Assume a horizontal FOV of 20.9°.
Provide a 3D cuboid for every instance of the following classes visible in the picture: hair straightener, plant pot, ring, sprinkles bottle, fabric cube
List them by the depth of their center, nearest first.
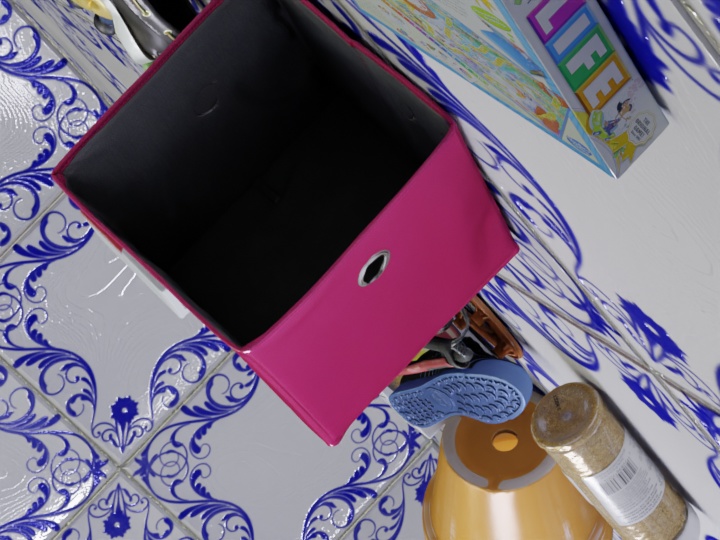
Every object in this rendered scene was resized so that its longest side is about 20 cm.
[{"bbox_3d":[-0.043,-0.038,1.283,0.200,0.196,0.199,41,174,27],"label":"fabric cube"},{"bbox_3d":[0.220,0.177,1.663,0.200,0.068,0.068,49,173,-37],"label":"sprinkles bottle"},{"bbox_3d":[0.053,0.056,1.767,0.200,0.041,0.078,167,90,-72],"label":"hair straightener"},{"bbox_3d":[0.075,0.016,1.820,0.200,0.019,0.200,45,176,4],"label":"ring"},{"bbox_3d":[0.154,0.221,1.986,0.200,0.200,0.184,41,159,33],"label":"plant pot"}]

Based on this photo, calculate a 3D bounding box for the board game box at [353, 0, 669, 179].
[{"bbox_3d":[0.033,-0.129,0.830,0.200,0.034,0.135,40,173,46],"label":"board game box"}]

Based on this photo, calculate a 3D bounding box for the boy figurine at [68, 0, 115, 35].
[{"bbox_3d":[-0.261,-0.285,1.823,0.124,0.064,0.200,44,174,9],"label":"boy figurine"}]

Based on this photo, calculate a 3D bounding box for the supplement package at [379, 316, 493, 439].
[{"bbox_3d":[0.030,0.061,2.007,0.200,0.114,0.110,44,176,-8],"label":"supplement package"}]

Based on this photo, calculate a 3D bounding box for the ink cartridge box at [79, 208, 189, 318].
[{"bbox_3d":[-0.177,-0.075,2.094,0.144,0.200,0.084,42,171,23],"label":"ink cartridge box"}]

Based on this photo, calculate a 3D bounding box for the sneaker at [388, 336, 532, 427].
[{"bbox_3d":[0.102,0.095,1.812,0.070,0.078,0.199,47,152,-19],"label":"sneaker"}]

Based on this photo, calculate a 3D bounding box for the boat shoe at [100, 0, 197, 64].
[{"bbox_3d":[-0.189,-0.247,1.585,0.202,0.060,0.072,58,-154,-54],"label":"boat shoe"}]

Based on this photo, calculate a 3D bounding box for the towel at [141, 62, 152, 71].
[{"bbox_3d":[-0.142,-0.138,1.904,0.149,0.031,0.200,42,173,9],"label":"towel"}]
